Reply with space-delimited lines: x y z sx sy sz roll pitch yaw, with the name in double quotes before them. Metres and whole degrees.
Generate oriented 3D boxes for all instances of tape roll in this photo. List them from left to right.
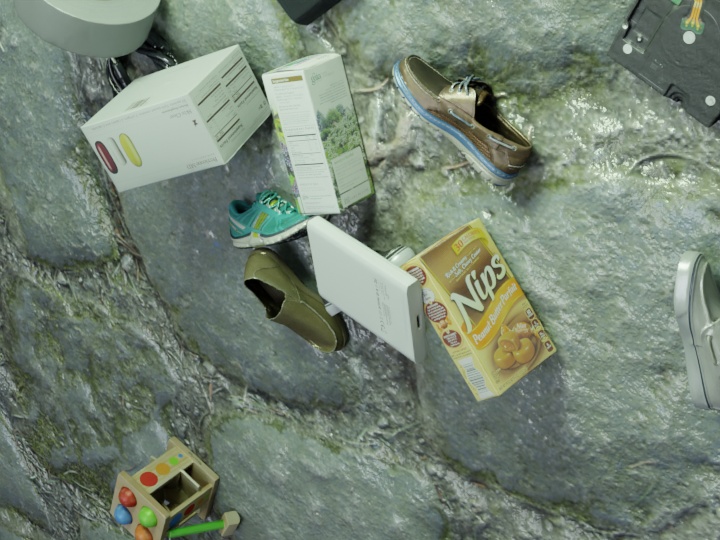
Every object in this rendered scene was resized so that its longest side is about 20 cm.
"tape roll" -0.387 -0.394 1.579 0.200 0.200 0.066 45 136 13

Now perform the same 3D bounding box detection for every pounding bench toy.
"pounding bench toy" -0.339 0.440 2.035 0.200 0.156 0.125 37 133 19

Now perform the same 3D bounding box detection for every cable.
"cable" -0.322 -0.279 1.693 0.200 0.051 0.163 45 133 11

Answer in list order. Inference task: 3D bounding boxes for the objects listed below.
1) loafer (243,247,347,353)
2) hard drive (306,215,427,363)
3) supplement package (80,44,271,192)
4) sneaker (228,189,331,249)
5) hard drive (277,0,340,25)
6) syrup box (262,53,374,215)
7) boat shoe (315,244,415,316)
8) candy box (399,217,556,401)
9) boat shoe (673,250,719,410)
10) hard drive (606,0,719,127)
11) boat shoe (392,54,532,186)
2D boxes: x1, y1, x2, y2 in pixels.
"loafer" -0.104 0.057 1.656 0.200 0.067 0.076 45 138 -8
"hard drive" 0.008 0.024 1.460 0.200 0.026 0.132 34 145 40
"supplement package" -0.256 -0.211 1.558 0.199 0.156 0.111 -11 119 32
"sneaker" -0.127 -0.078 1.621 0.199 0.077 0.080 -6 100 43
"hard drive" -0.089 -0.422 1.412 0.135 0.042 0.201 -24 96 46
"syrup box" -0.055 -0.181 1.491 0.081 0.079 0.201 1 113 42
"boat shoe" 0.000 0.000 1.558 0.066 0.070 0.200 55 144 0
"candy box" 0.149 0.049 1.408 0.201 0.115 0.055 60 147 -3
"boat shoe" 0.396 0.071 1.240 0.065 0.072 0.201 2 115 36
"hard drive" 0.351 -0.262 1.115 0.140 0.038 0.200 40 134 18
"boat shoe" 0.127 -0.196 1.336 0.200 0.072 0.072 43 130 1
